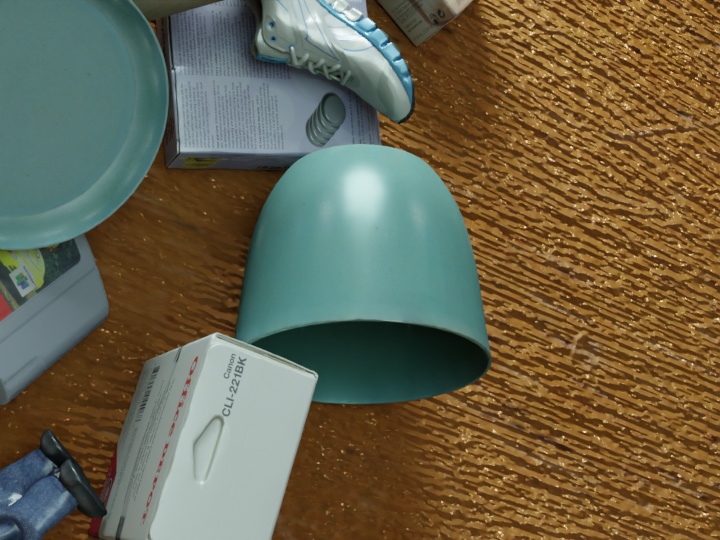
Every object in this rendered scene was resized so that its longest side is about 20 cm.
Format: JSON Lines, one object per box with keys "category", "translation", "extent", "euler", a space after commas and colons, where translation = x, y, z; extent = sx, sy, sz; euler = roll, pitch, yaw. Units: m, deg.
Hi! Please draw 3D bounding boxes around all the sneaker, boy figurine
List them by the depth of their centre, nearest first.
{"category": "boy figurine", "translation": [-0.276, 0.201, 0.797], "extent": [0.200, 0.124, 0.065], "euler": [-38, 135, -16]}
{"category": "sneaker", "translation": [-0.041, -0.185, 0.937], "extent": [0.200, 0.075, 0.087], "euler": [46, 73, -1]}

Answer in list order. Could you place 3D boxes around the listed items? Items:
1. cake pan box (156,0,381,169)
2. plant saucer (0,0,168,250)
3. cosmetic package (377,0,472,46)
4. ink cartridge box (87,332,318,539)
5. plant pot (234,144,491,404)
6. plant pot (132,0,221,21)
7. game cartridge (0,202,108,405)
{"category": "cake pan box", "translation": [-0.081, -0.187, 0.978], "extent": [0.183, 0.052, 0.202], "euler": [-3, 82, -26]}
{"category": "plant saucer", "translation": [-0.226, -0.112, 0.789], "extent": [0.199, 0.027, 0.202], "euler": [-20, 125, -31]}
{"category": "cosmetic package", "translation": [0.033, -0.317, 1.029], "extent": [0.200, 0.087, 0.103], "euler": [47, 68, -9]}
{"category": "ink cartridge box", "translation": [-0.118, 0.135, 0.821], "extent": [0.083, 0.200, 0.146], "euler": [21, 73, -18]}
{"category": "plant pot", "translation": [0.000, 0.000, 0.907], "extent": [0.199, 0.201, 0.162], "euler": [9, 64, -22]}
{"category": "plant pot", "translation": [-0.150, -0.267, 0.845], "extent": [0.182, 0.200, 0.202], "euler": [-6, 82, 4]}
{"category": "game cartridge", "translation": [-0.266, -0.022, 0.833], "extent": [0.201, 0.041, 0.133], "euler": [63, 36, -18]}
